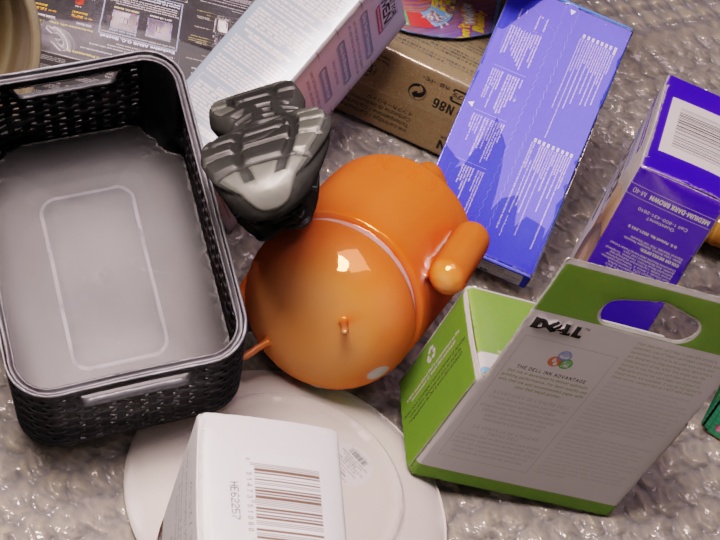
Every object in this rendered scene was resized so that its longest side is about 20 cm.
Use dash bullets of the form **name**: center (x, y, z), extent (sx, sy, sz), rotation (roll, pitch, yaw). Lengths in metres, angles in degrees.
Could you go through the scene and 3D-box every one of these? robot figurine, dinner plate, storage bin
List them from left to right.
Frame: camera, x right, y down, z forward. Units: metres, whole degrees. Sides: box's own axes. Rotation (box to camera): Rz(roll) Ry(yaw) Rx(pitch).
- **storage bin**: center (-0.152, -0.013, 0.952), extent (0.135, 0.094, 0.201), rotation (-12, 68, -11)
- **dinner plate**: center (-0.040, 0.131, 0.966), extent (0.199, 0.024, 0.201), rotation (13, 43, -13)
- **robot figurine**: center (-0.001, 0.001, 1.041), extent (0.143, 0.117, 0.200), rotation (27, 35, 11)

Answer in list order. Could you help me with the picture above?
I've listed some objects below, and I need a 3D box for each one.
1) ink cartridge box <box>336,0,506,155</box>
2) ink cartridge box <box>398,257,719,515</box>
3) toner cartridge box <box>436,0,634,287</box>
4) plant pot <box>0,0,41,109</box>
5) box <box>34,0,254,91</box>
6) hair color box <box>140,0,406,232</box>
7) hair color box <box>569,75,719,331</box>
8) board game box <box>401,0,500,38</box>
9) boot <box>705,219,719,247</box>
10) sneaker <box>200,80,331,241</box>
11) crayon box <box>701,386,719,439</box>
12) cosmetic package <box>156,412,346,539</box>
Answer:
- **ink cartridge box**: center (0.062, -0.173, 1.280), extent (0.199, 0.075, 0.165), rotation (25, 41, 2)
- **ink cartridge box**: center (0.132, 0.051, 0.981), extent (0.147, 0.200, 0.076), rotation (14, 42, -20)
- **toner cartridge box**: center (0.114, -0.098, 1.169), extent (0.095, 0.043, 0.201), rotation (24, 79, 1)
- **plant pot**: center (-0.328, -0.168, 1.038), extent (0.199, 0.201, 0.174), rotation (-9, 35, -31)
- **box**: center (-0.153, -0.174, 1.204), extent (0.199, 0.050, 0.158), rotation (12, 44, -12)
- **hair color box**: center (-0.054, -0.132, 1.097), extent (0.061, 0.099, 0.200), rotation (37, 79, 14)
- **hair color box**: center (0.181, -0.017, 1.081), extent (0.065, 0.200, 0.109), rotation (23, 42, 3)
- **board game box**: center (0.044, -0.258, 1.272), extent (0.157, 0.039, 0.200), rotation (19, 42, -4)
- **boot**: center (0.290, -0.027, 1.249), extent (0.143, 0.071, 0.202), rotation (2, 43, -13)
- **sneaker**: center (-0.046, -0.055, 0.938), extent (0.075, 0.080, 0.200), rotation (-15, 17, 2)
- **crayon box**: center (0.351, 0.110, 1.134), extent (0.200, 0.058, 0.119), rotation (32, 43, 9)
- **cosmetic package**: center (-0.066, 0.169, 0.783), extent (0.074, 0.200, 0.102), rotation (10, 43, -15)
